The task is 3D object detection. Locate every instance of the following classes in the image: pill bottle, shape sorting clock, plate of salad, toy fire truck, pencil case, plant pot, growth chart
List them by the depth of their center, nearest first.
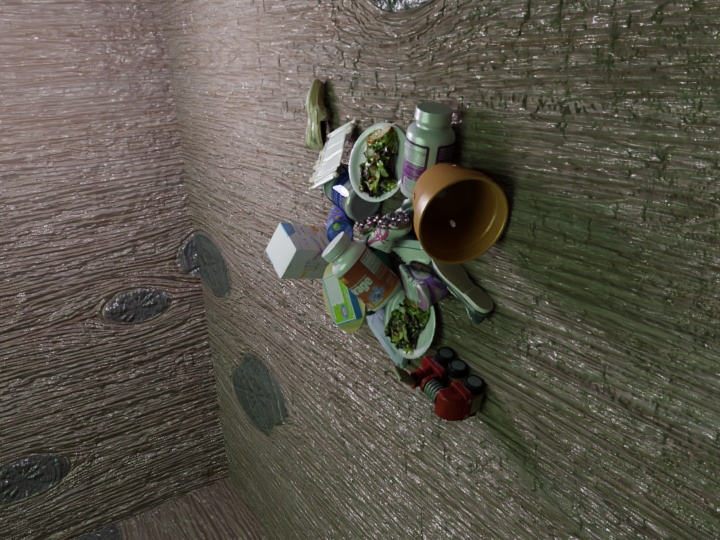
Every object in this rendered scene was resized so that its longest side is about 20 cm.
[{"bbox_3d":[0.194,-0.136,1.369,0.141,0.196,0.203,-114,24,-54],"label":"plant pot"},{"bbox_3d":[0.152,-0.265,1.447,0.112,0.111,0.203,43,138,45],"label":"pill bottle"},{"bbox_3d":[0.175,0.277,1.555,0.176,0.197,0.131,45,139,44],"label":"toy fire truck"},{"bbox_3d":[0.040,-0.277,1.646,0.197,0.048,0.205,-5,82,38],"label":"plate of salad"},{"bbox_3d":[0.000,0.000,1.656,0.200,0.113,0.112,43,153,-11],"label":"pill bottle"},{"bbox_3d":[0.120,0.130,1.700,0.198,0.047,0.205,0,90,51],"label":"plate of salad"},{"bbox_3d":[-0.044,0.072,1.795,0.199,0.039,0.204,29,125,50],"label":"shape sorting clock"},{"bbox_3d":[-0.035,-0.228,1.804,0.200,0.114,0.118,44,138,46],"label":"pill bottle"},{"bbox_3d":[-0.082,-0.320,1.806,0.143,0.018,0.203,-11,57,51],"label":"growth chart"},{"bbox_3d":[-0.052,-0.129,1.829,0.087,0.077,0.201,55,-167,-16],"label":"pencil case"}]

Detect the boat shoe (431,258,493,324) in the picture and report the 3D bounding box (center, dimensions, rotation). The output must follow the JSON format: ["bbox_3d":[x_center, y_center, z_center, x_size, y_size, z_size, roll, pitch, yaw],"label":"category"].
[{"bbox_3d":[0.224,0.042,1.498,0.200,0.072,0.063,50,139,32],"label":"boat shoe"}]

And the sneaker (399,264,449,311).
[{"bbox_3d":[0.159,0.033,1.607,0.200,0.087,0.082,-133,25,-64],"label":"sneaker"}]

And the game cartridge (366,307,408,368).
[{"bbox_3d":[0.086,0.163,1.844,0.201,0.040,0.135,53,147,37],"label":"game cartridge"}]

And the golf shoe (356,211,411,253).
[{"bbox_3d":[0.071,-0.091,1.597,0.199,0.072,0.093,0,120,60],"label":"golf shoe"}]

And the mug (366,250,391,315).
[{"bbox_3d":[0.018,0.011,1.816,0.152,0.113,0.188,43,139,44],"label":"mug"}]

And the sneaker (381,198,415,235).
[{"bbox_3d":[0.111,-0.121,1.627,0.200,0.074,0.081,-36,73,61],"label":"sneaker"}]

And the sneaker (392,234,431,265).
[{"bbox_3d":[0.119,-0.050,1.645,0.199,0.072,0.072,13,110,59],"label":"sneaker"}]

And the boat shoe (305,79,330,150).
[{"bbox_3d":[-0.119,-0.459,1.918,0.063,0.071,0.204,10,107,22],"label":"boat shoe"}]

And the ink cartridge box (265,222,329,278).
[{"bbox_3d":[-0.177,-0.061,2.075,0.129,0.197,0.126,56,128,32],"label":"ink cartridge box"}]
